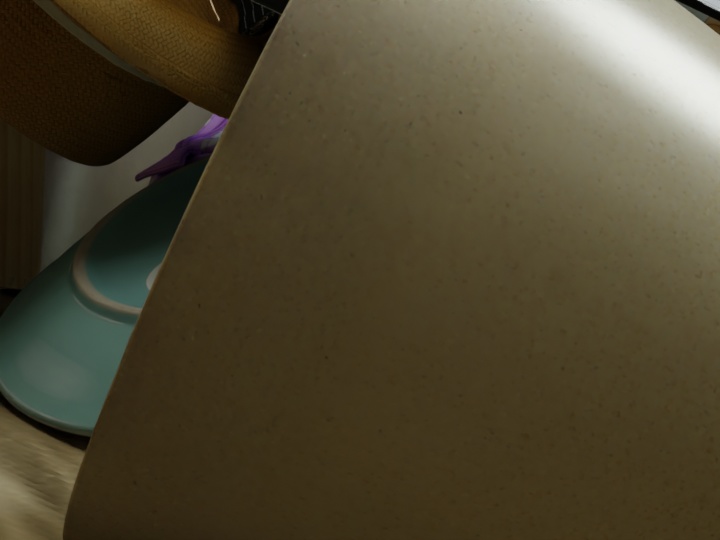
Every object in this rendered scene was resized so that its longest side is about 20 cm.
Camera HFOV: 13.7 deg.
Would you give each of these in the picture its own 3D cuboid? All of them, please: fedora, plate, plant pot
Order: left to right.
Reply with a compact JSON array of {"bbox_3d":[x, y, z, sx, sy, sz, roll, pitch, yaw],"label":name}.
[{"bbox_3d":[-0.094,-0.096,0.984,0.200,0.082,0.201,38,21,-17],"label":"fedora"},{"bbox_3d":[-0.020,-0.008,0.915,0.199,0.026,0.200,-12,24,5],"label":"plate"},{"bbox_3d":[0.060,0.023,0.701,0.199,0.188,0.187,26,9,3],"label":"plant pot"}]

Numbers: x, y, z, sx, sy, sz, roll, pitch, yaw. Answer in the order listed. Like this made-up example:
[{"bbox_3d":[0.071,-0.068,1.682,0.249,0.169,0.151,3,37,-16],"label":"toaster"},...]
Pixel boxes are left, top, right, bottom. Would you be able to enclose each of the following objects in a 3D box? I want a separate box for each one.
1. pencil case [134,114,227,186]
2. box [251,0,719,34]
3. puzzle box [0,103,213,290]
[{"bbox_3d":[-0.014,-0.061,1.123,0.084,0.086,0.200,-18,27,30],"label":"pencil case"},{"bbox_3d":[0.062,-0.077,0.932,0.199,0.060,0.117,25,11,-6],"label":"box"},{"bbox_3d":[-0.086,-0.095,1.120,0.025,0.202,0.133,5,4,30],"label":"puzzle box"}]
